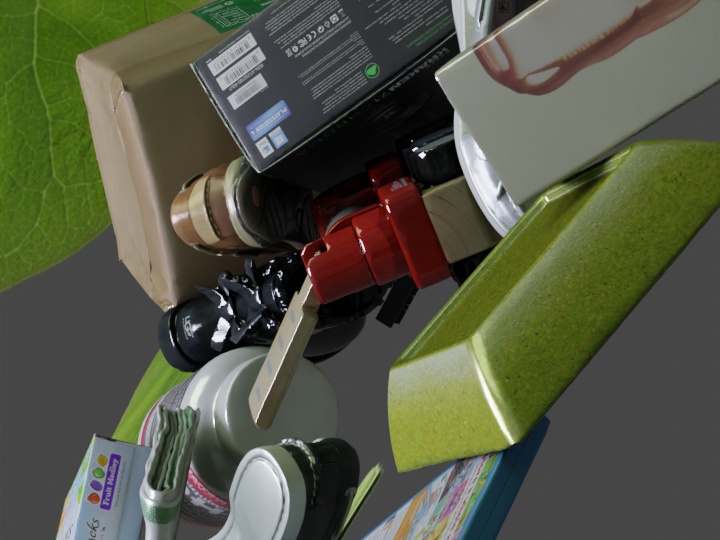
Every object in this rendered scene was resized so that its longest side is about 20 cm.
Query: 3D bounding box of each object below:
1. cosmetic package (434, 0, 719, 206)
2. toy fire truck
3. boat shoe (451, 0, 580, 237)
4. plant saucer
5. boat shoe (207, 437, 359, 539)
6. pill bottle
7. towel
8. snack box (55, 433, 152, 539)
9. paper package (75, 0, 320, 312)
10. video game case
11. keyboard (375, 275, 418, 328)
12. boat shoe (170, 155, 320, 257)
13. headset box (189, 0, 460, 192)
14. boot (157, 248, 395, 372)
[{"bbox_3d":[0.150,-0.127,1.201,0.199,0.088,0.103,-33,3,29],"label":"cosmetic package"},{"bbox_3d":[0.000,0.000,1.509,0.198,0.130,0.176,-22,9,0],"label":"toy fire truck"},{"bbox_3d":[0.098,-0.115,1.408,0.065,0.074,0.204,140,127,-72],"label":"boat shoe"},{"bbox_3d":[0.094,0.010,1.200,0.200,0.048,0.200,-48,6,-17],"label":"plant saucer"},{"bbox_3d":[-0.054,0.171,1.379,0.060,0.076,0.200,-11,-30,-33],"label":"boat shoe"},{"bbox_3d":[-0.082,0.114,1.618,0.111,0.110,0.200,-54,7,-21],"label":"pill bottle"},{"bbox_3d":[-0.141,0.202,1.506,0.149,0.030,0.202,-83,5,-70],"label":"towel"},{"bbox_3d":[-0.196,0.235,1.635,0.142,0.053,0.202,125,158,-61],"label":"snack box"},{"bbox_3d":[-0.093,-0.101,1.722,0.199,0.192,0.103,-23,33,-21],"label":"paper package"},{"bbox_3d":[0.013,0.162,1.165,0.200,0.018,0.143,-45,9,45],"label":"video game case"},{"bbox_3d":[0.072,-0.036,1.674,0.201,0.039,0.104,-63,-8,24],"label":"keyboard"},{"bbox_3d":[-0.080,-0.045,1.604,0.073,0.076,0.200,-12,-5,12],"label":"boat shoe"},{"bbox_3d":[0.008,-0.138,1.565,0.173,0.093,0.200,-35,-13,11],"label":"headset box"},{"bbox_3d":[-0.035,0.022,1.666,0.197,0.074,0.162,-9,-10,-40],"label":"boot"}]
